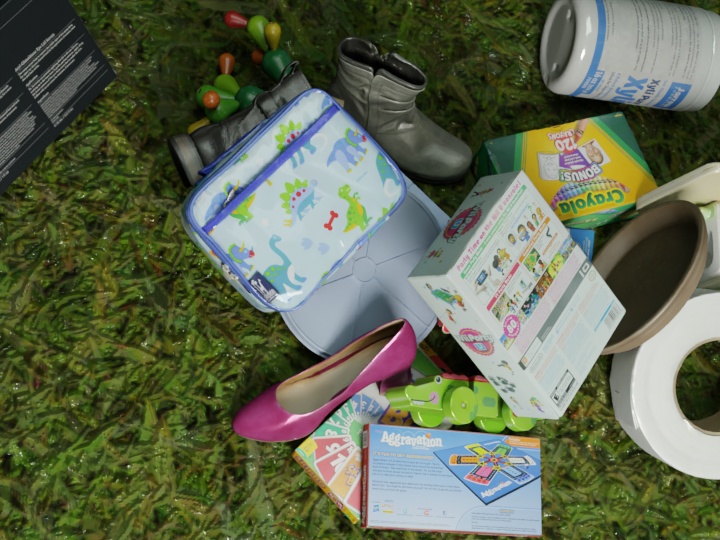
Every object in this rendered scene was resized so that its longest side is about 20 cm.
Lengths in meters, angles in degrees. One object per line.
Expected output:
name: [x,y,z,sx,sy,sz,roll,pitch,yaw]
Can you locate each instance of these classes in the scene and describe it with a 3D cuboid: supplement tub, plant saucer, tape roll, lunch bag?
supplement tub: [0.335,-0.272,1.379,0.198,0.132,0.133,6,66,-13]
plant saucer: [0.305,0.011,1.215,0.029,0.200,0.201,35,61,-17]
tape roll: [0.377,0.122,1.213,0.201,0.071,0.204,0,93,-7]
lunch bag: [-0.069,-0.069,1.096,0.200,0.082,0.161,-43,100,-14]

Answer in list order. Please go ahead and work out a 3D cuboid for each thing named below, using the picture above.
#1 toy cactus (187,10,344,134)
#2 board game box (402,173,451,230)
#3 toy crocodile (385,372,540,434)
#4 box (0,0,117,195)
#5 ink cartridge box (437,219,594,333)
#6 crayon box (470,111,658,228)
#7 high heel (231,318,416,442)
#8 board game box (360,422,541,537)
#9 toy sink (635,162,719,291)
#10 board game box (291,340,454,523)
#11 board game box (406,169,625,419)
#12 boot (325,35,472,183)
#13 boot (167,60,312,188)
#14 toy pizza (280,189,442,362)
toy cactus: [-0.100,-0.193,1.227,0.164,0.102,0.201,8,63,-2]
board game box: [0.004,-0.036,1.227,0.200,0.039,0.158,43,79,-2]
toy crocodile: [0.116,0.133,1.145,0.199,0.067,0.062,10,74,-29]
box: [-0.364,-0.192,1.124,0.078,0.142,0.200,13,54,37]
ink cartridge box: [0.152,0.007,1.185,0.199,0.067,0.117,2,97,-34]
crayon box: [0.243,-0.108,1.321,0.199,0.058,0.119,-14,72,-22]
high heel: [-0.037,0.107,1.108,0.199,0.096,0.068,-14,50,-8]
board game box: [0.095,0.217,1.141,0.199,0.019,0.104,8,73,-21]
toy sink: [0.430,-0.024,1.273,0.199,0.130,0.113,18,62,-28]
board game box: [0.031,0.160,1.162,0.096,0.030,0.200,46,60,6]
board game box: [0.158,0.025,1.098,0.200,0.064,0.148,51,60,-23]
boot: [0.050,-0.177,1.252,0.199,0.131,0.068,26,63,-5]
boot: [-0.089,-0.096,1.158,0.173,0.069,0.201,-27,109,-13]
toy pizza: [0.000,0.000,1.176,0.199,0.032,0.202,0,89,-18]
